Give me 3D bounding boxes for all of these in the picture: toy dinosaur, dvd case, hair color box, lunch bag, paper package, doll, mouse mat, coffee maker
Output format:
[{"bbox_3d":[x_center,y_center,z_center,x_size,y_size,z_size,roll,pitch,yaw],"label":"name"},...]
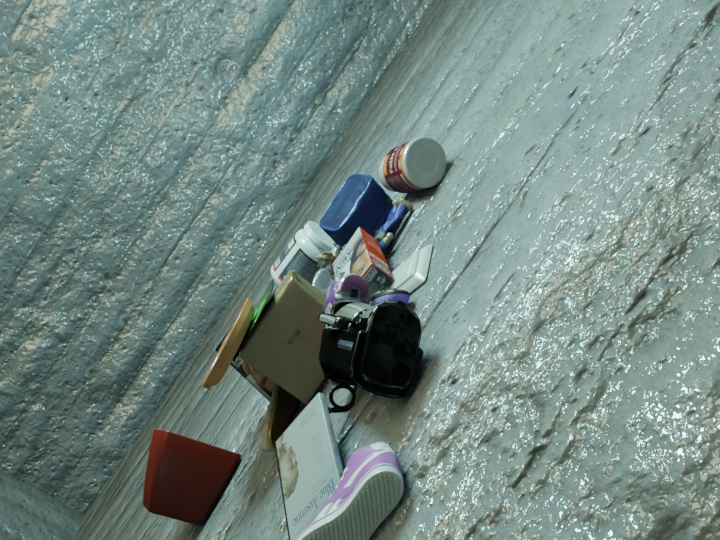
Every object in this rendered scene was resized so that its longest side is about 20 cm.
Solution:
[{"bbox_3d":[-0.017,-0.013,1.425,0.057,0.196,0.105,1,96,46],"label":"toy dinosaur"},{"bbox_3d":[-0.085,0.323,0.969,0.143,0.017,0.203,-49,36,21],"label":"dvd case"},{"bbox_3d":[-0.239,0.213,1.415,0.100,0.199,0.061,-50,-6,9],"label":"hair color box"},{"bbox_3d":[-0.004,-0.133,1.546,0.203,0.132,0.135,-56,31,-7],"label":"lunch bag"},{"bbox_3d":[-0.130,0.139,1.261,0.202,0.189,0.104,-53,11,4],"label":"paper package"},{"bbox_3d":[0.053,-0.076,1.405,0.203,0.048,0.136,-59,15,-11],"label":"doll"},{"bbox_3d":[-0.229,0.101,1.286,0.164,0.007,0.200,-60,11,3],"label":"mouse mat"},{"bbox_3d":[0.000,0.000,1.278,0.112,0.063,0.201,-52,22,15],"label":"hair color box"},{"bbox_3d":[0.015,0.148,0.974,0.199,0.130,0.200,178,86,-71],"label":"coffee maker"}]

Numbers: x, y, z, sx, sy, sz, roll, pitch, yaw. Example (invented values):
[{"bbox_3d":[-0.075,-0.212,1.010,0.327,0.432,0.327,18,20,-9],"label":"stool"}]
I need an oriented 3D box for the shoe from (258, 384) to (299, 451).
[{"bbox_3d":[-0.178,0.303,1.298,0.053,0.070,0.203,-31,30,35],"label":"shoe"}]

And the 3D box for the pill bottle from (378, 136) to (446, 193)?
[{"bbox_3d":[0.118,-0.249,1.434,0.116,0.113,0.199,-57,16,-9],"label":"pill bottle"}]

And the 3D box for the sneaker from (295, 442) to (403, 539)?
[{"bbox_3d":[-0.019,0.321,0.809,0.200,0.073,0.115,-44,13,5],"label":"sneaker"}]

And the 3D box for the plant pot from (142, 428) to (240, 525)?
[{"bbox_3d":[-0.434,0.511,1.461,0.199,0.195,0.182,-24,46,60],"label":"plant pot"}]

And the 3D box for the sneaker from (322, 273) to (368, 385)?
[{"bbox_3d":[-0.038,0.109,1.113,0.087,0.078,0.208,0,82,54],"label":"sneaker"}]

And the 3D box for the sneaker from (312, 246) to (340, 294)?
[{"bbox_3d":[-0.095,0.023,1.611,0.113,0.075,0.203,-35,20,51],"label":"sneaker"}]

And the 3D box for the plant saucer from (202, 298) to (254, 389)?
[{"bbox_3d":[-0.274,0.157,1.254,0.204,0.032,0.201,-59,11,18],"label":"plant saucer"}]

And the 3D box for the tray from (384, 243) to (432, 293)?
[{"bbox_3d":[0.070,0.029,1.197,0.199,0.022,0.109,-43,21,40],"label":"tray"}]

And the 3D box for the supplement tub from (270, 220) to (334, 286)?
[{"bbox_3d":[-0.172,-0.033,1.819,0.201,0.139,0.141,-50,16,16],"label":"supplement tub"}]

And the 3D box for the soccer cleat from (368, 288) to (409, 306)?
[{"bbox_3d":[0.027,0.099,1.134,0.198,0.067,0.075,-35,48,42],"label":"soccer cleat"}]
